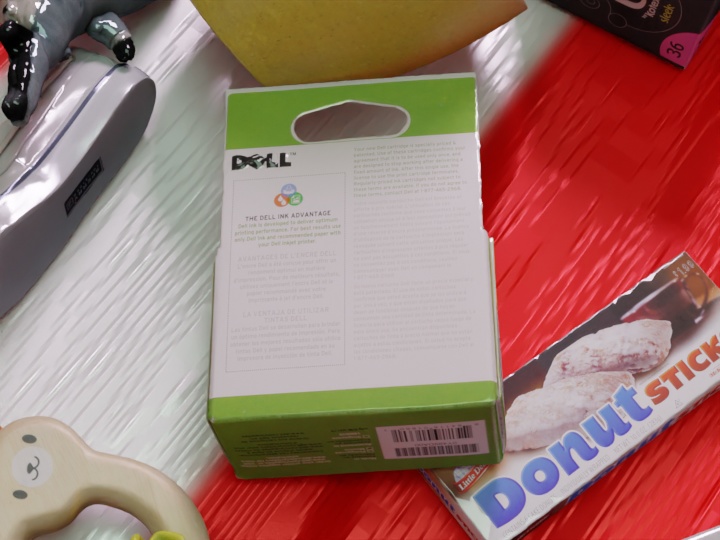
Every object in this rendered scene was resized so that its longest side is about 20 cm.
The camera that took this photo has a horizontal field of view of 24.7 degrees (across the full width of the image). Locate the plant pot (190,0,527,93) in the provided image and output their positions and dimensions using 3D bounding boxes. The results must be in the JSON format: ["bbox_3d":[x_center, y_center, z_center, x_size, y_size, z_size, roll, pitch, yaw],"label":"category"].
[{"bbox_3d":[-0.022,-0.180,0.928,0.142,0.200,0.201,-39,71,9],"label":"plant pot"}]

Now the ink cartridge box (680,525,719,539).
[{"bbox_3d":[0.144,0.218,0.795,0.198,0.084,0.145,-18,68,-12],"label":"ink cartridge box"}]

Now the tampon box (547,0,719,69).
[{"bbox_3d":[0.198,-0.257,0.988,0.125,0.150,0.201,27,66,9],"label":"tampon box"}]

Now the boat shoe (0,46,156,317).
[{"bbox_3d":[-0.191,-0.044,0.904,0.065,0.074,0.200,27,55,13],"label":"boat shoe"}]

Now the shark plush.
[{"bbox_3d":[-0.153,-0.151,0.917,0.083,0.091,0.200,34,25,-14],"label":"shark plush"}]

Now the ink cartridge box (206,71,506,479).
[{"bbox_3d":[0.000,0.000,0.878,0.146,0.076,0.202,-4,60,6],"label":"ink cartridge box"}]

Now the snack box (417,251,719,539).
[{"bbox_3d":[0.126,0.071,0.895,0.199,0.024,0.072,-34,70,-18],"label":"snack box"}]

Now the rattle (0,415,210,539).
[{"bbox_3d":[-0.157,0.115,0.792,0.130,0.143,0.201,-37,78,0],"label":"rattle"}]
